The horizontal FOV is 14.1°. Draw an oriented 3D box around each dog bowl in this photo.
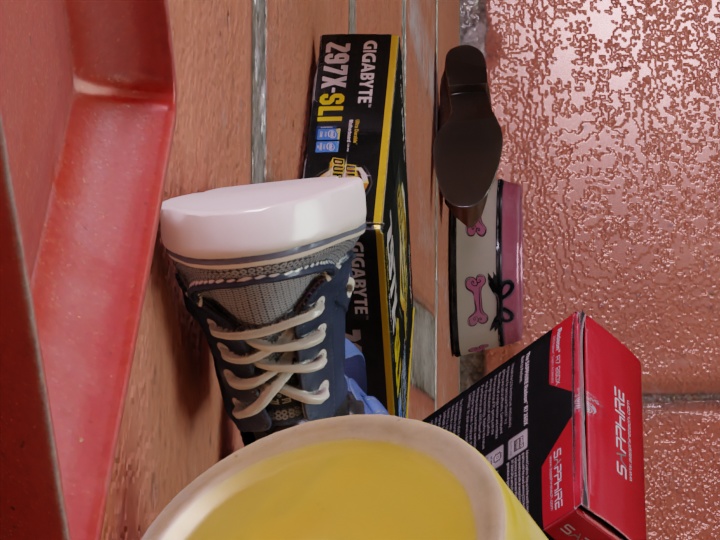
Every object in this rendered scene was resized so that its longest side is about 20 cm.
[{"bbox_3d":[0.135,-0.008,3.086,0.200,0.073,0.201,0,90,-86],"label":"dog bowl"}]

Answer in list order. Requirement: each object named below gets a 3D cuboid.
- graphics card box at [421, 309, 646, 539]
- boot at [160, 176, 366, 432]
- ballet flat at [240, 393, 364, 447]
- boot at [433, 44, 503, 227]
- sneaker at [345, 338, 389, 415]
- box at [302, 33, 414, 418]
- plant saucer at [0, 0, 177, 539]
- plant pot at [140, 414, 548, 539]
[{"bbox_3d":[0.044,0.121,1.322,0.051,0.200,0.126,36,34,-27],"label":"graphics card box"},{"bbox_3d":[-0.028,0.014,1.036,0.200,0.072,0.091,-37,121,-85],"label":"boot"},{"bbox_3d":[-0.037,0.141,1.171,0.066,0.057,0.201,122,-24,-77],"label":"ballet flat"},{"bbox_3d":[0.101,-0.087,2.784,0.200,0.064,0.187,91,4,-57],"label":"boot"},{"bbox_3d":[-0.004,0.097,1.294,0.200,0.082,0.074,-85,171,-57],"label":"sneaker"},{"bbox_3d":[0.000,0.000,1.558,0.160,0.049,0.201,-82,171,-49],"label":"box"},{"bbox_3d":[-0.077,-0.059,0.661,0.200,0.036,0.201,-85,174,-50],"label":"plant saucer"},{"bbox_3d":[0.014,0.157,0.931,0.201,0.200,0.189,-85,159,-49],"label":"plant pot"}]
